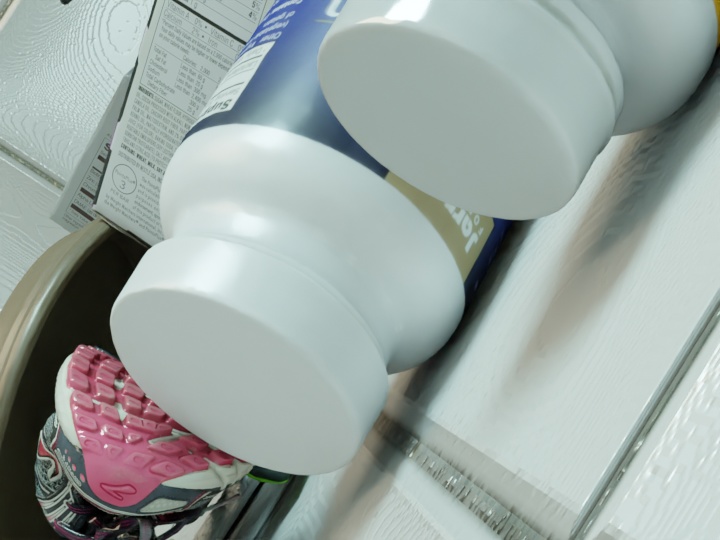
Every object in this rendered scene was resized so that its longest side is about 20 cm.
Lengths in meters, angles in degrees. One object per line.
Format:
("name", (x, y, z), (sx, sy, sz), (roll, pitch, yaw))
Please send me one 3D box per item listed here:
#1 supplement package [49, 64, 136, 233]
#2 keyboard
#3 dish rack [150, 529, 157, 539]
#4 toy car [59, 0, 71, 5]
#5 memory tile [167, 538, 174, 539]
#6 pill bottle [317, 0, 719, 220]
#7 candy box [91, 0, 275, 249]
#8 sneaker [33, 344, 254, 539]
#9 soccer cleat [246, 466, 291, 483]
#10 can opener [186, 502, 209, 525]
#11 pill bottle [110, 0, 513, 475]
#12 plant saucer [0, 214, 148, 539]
("supplement package", (-0.045, -0.070, 1.084), (0.111, 0.155, 0.200), (-55, 1, 39))
("keyboard", (-0.060, 0.109, 1.007), (0.201, 0.011, 0.056), (-58, 4, 2))
("dish rack", (-0.115, 0.194, 0.813), (0.172, 0.043, 0.200), (-57, 4, -7))
("toy car", (-0.159, -0.221, 1.043), (0.200, 0.157, 0.166), (72, -143, -81))
("memory tile", (-0.166, 0.241, 1.212), (0.154, 0.017, 0.200), (-60, 5, -23))
("pill bottle", (0.067, -0.115, 0.554), (0.201, 0.109, 0.109), (-59, 5, -24))
("candy box", (-0.030, -0.112, 0.835), (0.136, 0.061, 0.201), (-34, -29, -55))
("sneaker", (-0.088, 0.078, 0.762), (0.075, 0.080, 0.200), (-62, 3, -6))
("soccer cleat", (0.000, 0.000, 0.835), (0.201, 0.067, 0.081), (-63, 13, 9))
("can opener", (-0.086, 0.085, 1.071), (0.053, 0.066, 0.200), (-57, 3, 11))
("pill bottle", (0.000, -0.036, 0.698), (0.201, 0.115, 0.116), (-61, 6, -31))
("plant saucer", (-0.128, 0.068, 0.884), (0.200, 0.029, 0.202), (14, -90, -74))
